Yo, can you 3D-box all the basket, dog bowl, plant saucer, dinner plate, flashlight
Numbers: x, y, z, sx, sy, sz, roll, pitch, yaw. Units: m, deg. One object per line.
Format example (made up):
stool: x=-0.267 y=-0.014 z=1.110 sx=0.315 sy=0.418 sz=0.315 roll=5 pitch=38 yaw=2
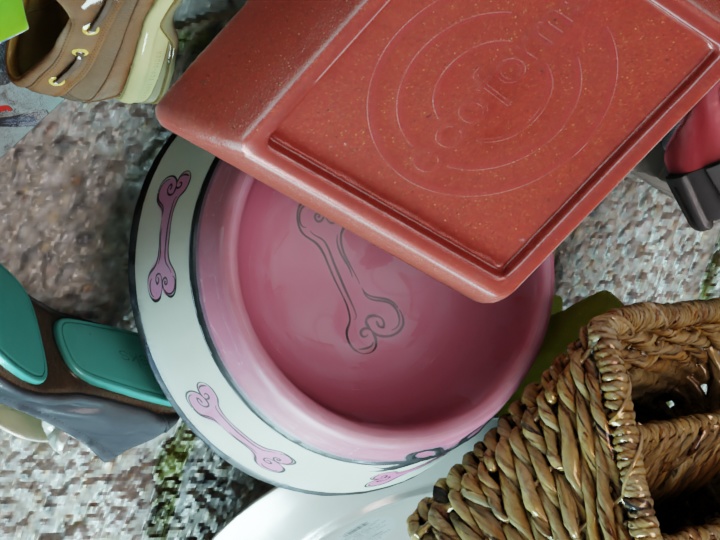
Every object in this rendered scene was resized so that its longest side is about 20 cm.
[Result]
basket: x=0.146 y=0.112 z=1.392 sx=0.149 sy=0.143 sz=0.200 roll=-48 pitch=159 yaw=19
dog bowl: x=0.000 y=0.000 z=1.351 sx=0.200 sy=0.074 sz=0.201 roll=3 pitch=82 yaw=-25
plant saucer: x=0.052 y=-0.082 z=1.234 sx=0.200 sy=0.037 sz=0.200 roll=29 pitch=114 yaw=-34
dinner plate: x=0.010 y=0.134 z=1.475 sx=0.200 sy=0.024 sz=0.200 roll=-19 pitch=151 yaw=-11
flashlight: x=0.145 y=-0.121 z=1.417 sx=0.068 sy=0.068 sz=0.200 roll=-24 pitch=98 yaw=17

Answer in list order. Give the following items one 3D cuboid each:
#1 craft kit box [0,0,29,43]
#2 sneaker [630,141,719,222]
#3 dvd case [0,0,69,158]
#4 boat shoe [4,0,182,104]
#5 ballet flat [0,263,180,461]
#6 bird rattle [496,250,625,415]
craft kit box: x=-0.252 y=-0.098 z=1.061 sx=0.197 sy=0.200 sz=0.049 roll=-27 pitch=130 yaw=-25
sneaker: x=0.133 y=-0.083 z=1.489 sx=0.200 sy=0.080 sz=0.076 roll=37 pitch=84 yaw=-26
dvd case: x=-0.179 y=-0.103 z=1.247 sx=0.200 sy=0.022 sz=0.146 roll=-43 pitch=134 yaw=-12
boat shoe: x=-0.106 y=-0.133 z=1.192 sx=0.067 sy=0.072 sz=0.200 roll=-8 pitch=148 yaw=-16
ballet flat: x=-0.156 y=0.041 z=1.319 sx=0.200 sy=0.073 sz=0.073 roll=29 pitch=94 yaw=-51
bird rattle: x=0.030 y=0.001 z=1.458 sx=0.200 sy=0.113 sz=0.164 roll=8 pitch=97 yaw=-29
